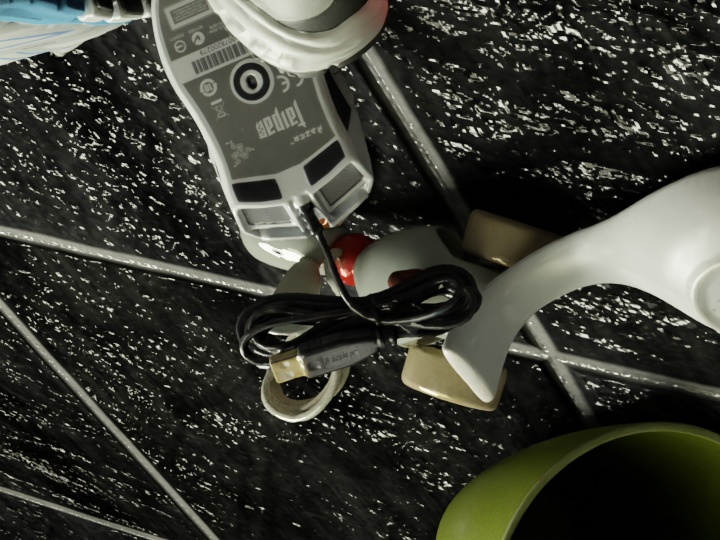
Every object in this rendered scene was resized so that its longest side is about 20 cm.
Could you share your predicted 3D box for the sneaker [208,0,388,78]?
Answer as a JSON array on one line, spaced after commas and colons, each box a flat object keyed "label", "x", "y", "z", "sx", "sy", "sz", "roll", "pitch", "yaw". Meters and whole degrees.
[{"label": "sneaker", "x": -0.069, "y": -0.158, "z": 0.857, "sx": 0.200, "sy": 0.074, "sz": 0.079, "roll": 35, "pitch": 155, "yaw": 23}]

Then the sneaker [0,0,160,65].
[{"label": "sneaker", "x": -0.179, "y": -0.119, "z": 0.958, "sx": 0.199, "sy": 0.075, "sz": 0.087, "roll": 6, "pitch": 151, "yaw": -46}]

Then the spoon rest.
[{"label": "spoon rest", "x": 0.131, "y": 0.003, "z": 0.978, "sx": 0.199, "sy": 0.061, "sz": 0.099, "roll": -17, "pitch": 130, "yaw": 30}]

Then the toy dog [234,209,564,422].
[{"label": "toy dog", "x": 0.000, "y": 0.000, "z": 1.084, "sx": 0.199, "sy": 0.133, "sz": 0.096, "roll": -5, "pitch": 163, "yaw": 39}]

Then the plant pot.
[{"label": "plant pot", "x": 0.120, "y": 0.167, "z": 1.238, "sx": 0.187, "sy": 0.188, "sz": 0.200, "roll": 36, "pitch": 171, "yaw": -17}]

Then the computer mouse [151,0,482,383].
[{"label": "computer mouse", "x": -0.029, "y": -0.054, "z": 0.992, "sx": 0.044, "sy": 0.109, "sz": 0.201, "roll": -33, "pitch": -78, "yaw": -78}]
